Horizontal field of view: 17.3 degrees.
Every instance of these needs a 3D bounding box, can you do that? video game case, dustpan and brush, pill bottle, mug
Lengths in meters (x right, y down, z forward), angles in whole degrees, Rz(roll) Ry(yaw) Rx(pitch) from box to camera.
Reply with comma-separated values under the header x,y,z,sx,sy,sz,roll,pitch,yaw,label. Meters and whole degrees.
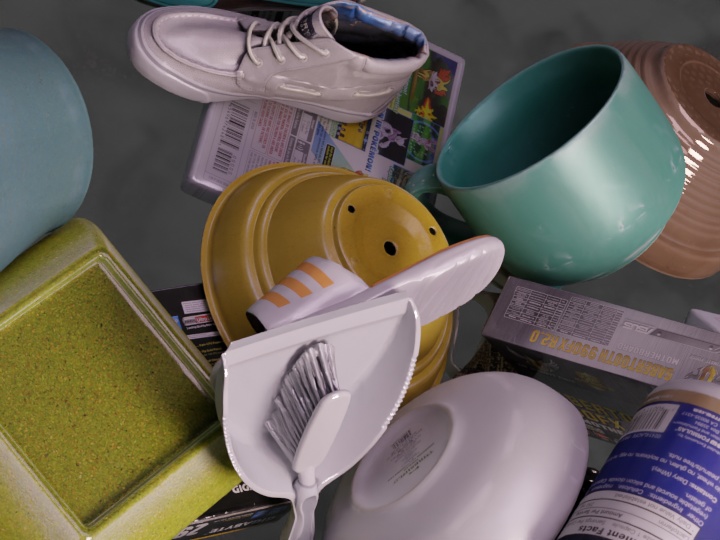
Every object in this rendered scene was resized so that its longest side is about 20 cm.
x,y,z,sx,sy,sz,roll,pitch,yaw,label
-0.023,-0.106,1.687,0.182,0.022,0.200,24,57,-17,video game case
-0.034,0.112,1.459,0.139,0.200,0.057,-16,56,-29,dustpan and brush
0.178,0.173,1.422,0.116,0.116,0.200,40,63,-7,pill bottle
0.136,-0.064,1.624,0.152,0.185,0.114,-47,114,-19,mug

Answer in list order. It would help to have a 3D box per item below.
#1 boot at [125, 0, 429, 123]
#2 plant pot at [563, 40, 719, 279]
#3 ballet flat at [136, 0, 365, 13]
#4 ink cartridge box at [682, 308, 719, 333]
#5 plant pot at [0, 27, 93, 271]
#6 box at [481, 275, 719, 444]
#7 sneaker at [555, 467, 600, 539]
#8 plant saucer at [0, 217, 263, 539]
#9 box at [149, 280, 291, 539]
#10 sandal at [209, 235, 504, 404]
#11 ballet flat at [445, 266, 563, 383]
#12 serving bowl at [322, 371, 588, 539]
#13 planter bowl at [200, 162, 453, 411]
x,y,z,sx,sy,sz,roll,pitch,yaw,label
-0.053,-0.159,1.622,0.200,0.096,0.074,7,63,-26,boot
0.232,-0.101,1.750,0.201,0.093,0.201,27,42,-27,plant pot
-0.088,-0.214,1.667,0.200,0.068,0.064,7,19,5,ballet flat
0.338,0.097,1.694,0.162,0.200,0.057,14,102,-26,ink cartridge box
-0.272,-0.066,1.437,0.188,0.200,0.200,-19,77,-48,plant pot
0.200,0.080,1.566,0.158,0.200,0.048,45,66,-51,box
0.121,0.218,1.554,0.073,0.112,0.200,22,58,-17,sneaker
-0.170,0.080,1.442,0.200,0.048,0.200,50,53,2,plant saucer
-0.151,0.098,1.502,0.200,0.049,0.160,-10,69,-32,box
-0.009,0.019,1.474,0.206,0.079,0.059,-26,62,-17,sandal
0.104,0.024,1.674,0.075,0.068,0.200,23,57,6,ballet flat
0.046,0.137,1.492,0.066,0.200,0.200,45,52,-24,serving bowl
0.000,0.000,1.567,0.200,0.083,0.201,19,54,-28,planter bowl
